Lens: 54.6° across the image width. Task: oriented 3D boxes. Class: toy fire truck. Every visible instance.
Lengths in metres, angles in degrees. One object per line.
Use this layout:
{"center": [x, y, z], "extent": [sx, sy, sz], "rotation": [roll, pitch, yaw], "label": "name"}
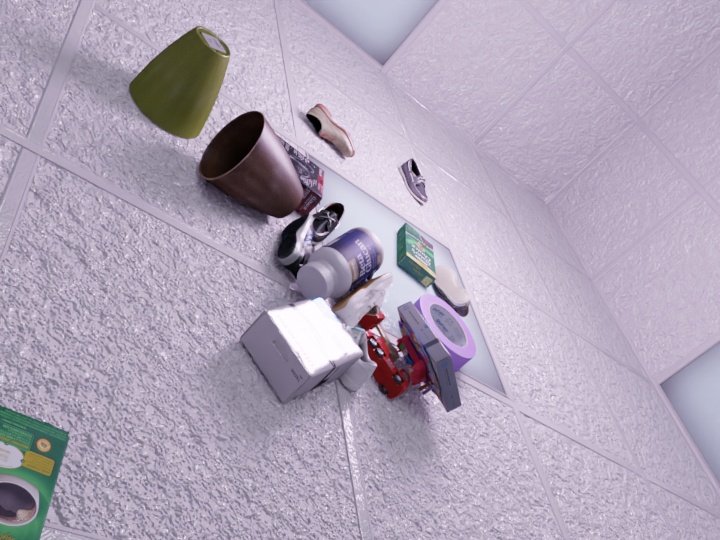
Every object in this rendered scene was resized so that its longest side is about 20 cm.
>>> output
{"center": [0.046, 0.173, 1.512], "extent": [0.201, 0.049, 0.141], "rotation": [54, 22, 10], "label": "toy fire truck"}

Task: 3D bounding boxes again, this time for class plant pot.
{"center": [-0.383, -0.435, 1.558], "extent": [0.186, 0.200, 0.188], "rotation": [36, 26, -20], "label": "plant pot"}
{"center": [-0.221, -0.212, 1.543], "extent": [0.200, 0.185, 0.188], "rotation": [45, 20, -39], "label": "plant pot"}

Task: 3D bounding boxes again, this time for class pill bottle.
{"center": [-0.044, -0.009, 1.490], "extent": [0.111, 0.111, 0.199], "rotation": [48, 42, 6], "label": "pill bottle"}

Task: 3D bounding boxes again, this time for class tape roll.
{"center": [0.201, 0.158, 1.766], "extent": [0.199, 0.066, 0.201], "rotation": [37, 26, -22], "label": "tape roll"}

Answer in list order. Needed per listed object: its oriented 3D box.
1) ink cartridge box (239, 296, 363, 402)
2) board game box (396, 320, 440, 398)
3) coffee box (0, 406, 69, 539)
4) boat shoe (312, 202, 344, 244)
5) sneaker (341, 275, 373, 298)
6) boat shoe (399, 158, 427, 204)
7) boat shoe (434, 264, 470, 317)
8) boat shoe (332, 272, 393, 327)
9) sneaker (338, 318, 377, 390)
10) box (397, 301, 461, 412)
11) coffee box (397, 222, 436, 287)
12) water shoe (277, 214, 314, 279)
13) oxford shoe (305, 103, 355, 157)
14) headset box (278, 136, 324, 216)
{"center": [-0.104, 0.139, 1.279], "extent": [0.145, 0.084, 0.199], "rotation": [52, 24, 14], "label": "ink cartridge box"}
{"center": [0.110, 0.197, 1.515], "extent": [0.200, 0.038, 0.160], "rotation": [-150, -143, -75], "label": "board game box"}
{"center": [-0.385, 0.235, 0.717], "extent": [0.122, 0.044, 0.201], "rotation": [32, 28, -28], "label": "coffee box"}
{"center": [-0.092, -0.121, 1.715], "extent": [0.072, 0.068, 0.200], "rotation": [47, 26, -1], "label": "boat shoe"}
{"center": [0.000, 0.000, 1.655], "extent": [0.077, 0.085, 0.201], "rotation": [33, 27, -26], "label": "sneaker"}
{"center": [0.198, -0.321, 2.480], "extent": [0.072, 0.063, 0.202], "rotation": [21, 35, -43], "label": "boat shoe"}
{"center": [0.260, 0.057, 2.016], "extent": [0.201, 0.071, 0.060], "rotation": [-122, -164, -52], "label": "boat shoe"}
{"center": [0.016, 0.066, 1.506], "extent": [0.199, 0.070, 0.070], "rotation": [-35, 97, -47], "label": "boat shoe"}
{"center": [-0.030, 0.134, 1.401], "extent": [0.075, 0.089, 0.201], "rotation": [2, 49, -55], "label": "sneaker"}
{"center": [0.148, 0.186, 1.521], "extent": [0.200, 0.041, 0.158], "rotation": [-126, -165, -52], "label": "box"}
{"center": [0.163, -0.047, 2.035], "extent": [0.122, 0.044, 0.201], "rotation": [39, 26, -17], "label": "coffee box"}
{"center": [-0.137, -0.052, 1.559], "extent": [0.080, 0.071, 0.201], "rotation": [59, 23, -24], "label": "water shoe"}
{"center": [-0.098, -0.426, 2.188], "extent": [0.200, 0.070, 0.075], "rotation": [49, 51, 1], "label": "oxford shoe"}
{"center": [-0.173, -0.237, 1.744], "extent": [0.199, 0.077, 0.150], "rotation": [36, 27, -23], "label": "headset box"}
